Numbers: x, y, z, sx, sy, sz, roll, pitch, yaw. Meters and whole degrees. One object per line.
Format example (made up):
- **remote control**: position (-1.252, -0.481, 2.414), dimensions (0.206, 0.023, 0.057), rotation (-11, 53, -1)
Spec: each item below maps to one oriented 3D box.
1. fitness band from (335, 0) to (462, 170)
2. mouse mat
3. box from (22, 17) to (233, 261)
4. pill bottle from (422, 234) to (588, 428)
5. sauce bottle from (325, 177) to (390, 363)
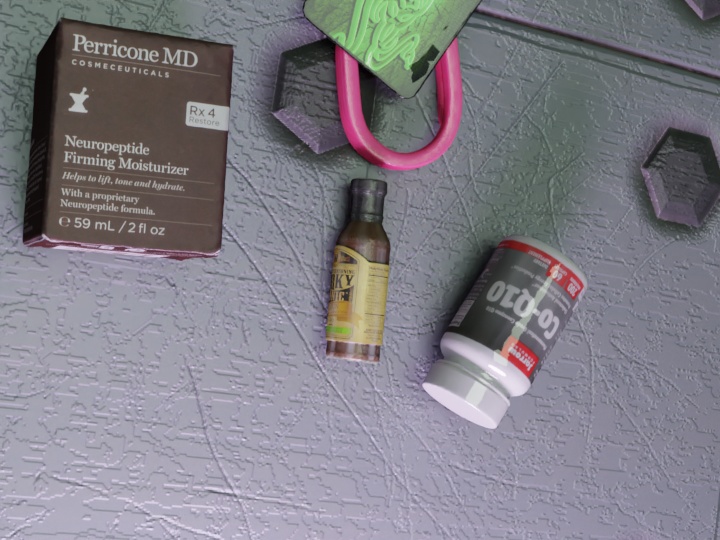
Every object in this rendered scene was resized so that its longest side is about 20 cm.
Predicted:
- **fitness band**: position (0.044, -0.213, 1.235), dimensions (0.143, 0.037, 0.200), rotation (-5, 90, -22)
- **mouse mat**: position (0.049, -0.312, 1.212), dimensions (0.161, 0.008, 0.200), rotation (37, 82, -16)
- **box**: position (-0.226, -0.116, 1.053), dimensions (0.166, 0.164, 0.200), rotation (4, 88, -22)
- **pill bottle**: position (0.162, 0.070, 1.238), dimensions (0.114, 0.114, 0.200), rotation (37, 76, -18)
- **sauce bottle**: position (0.000, 0.000, 1.201), dimensions (0.065, 0.065, 0.200), rotation (7, 85, -22)
